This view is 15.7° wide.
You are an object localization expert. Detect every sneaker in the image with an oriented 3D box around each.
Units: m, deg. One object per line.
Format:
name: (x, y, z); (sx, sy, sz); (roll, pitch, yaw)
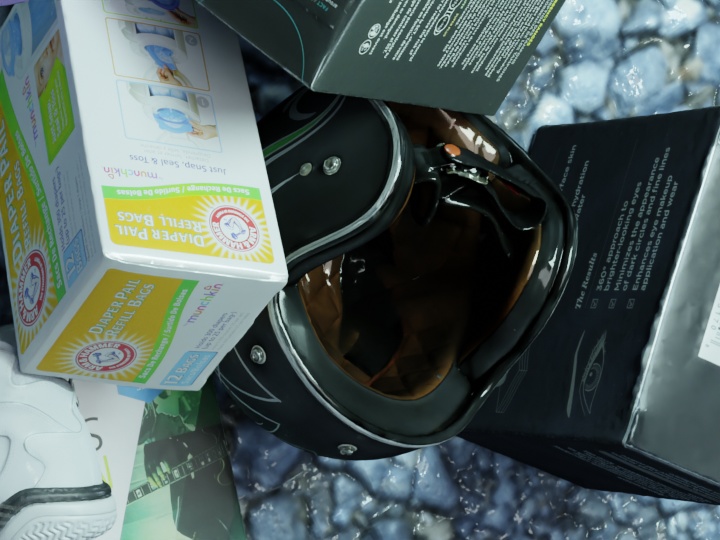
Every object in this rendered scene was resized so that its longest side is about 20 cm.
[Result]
sneaker: (-0.228, 0.092, 1.319); (0.200, 0.075, 0.115); (-7, 94, -9)

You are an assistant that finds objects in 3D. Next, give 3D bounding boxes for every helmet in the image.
helmet: (0.000, 0.000, 1.396); (0.200, 0.200, 0.191); (29, 108, -26)

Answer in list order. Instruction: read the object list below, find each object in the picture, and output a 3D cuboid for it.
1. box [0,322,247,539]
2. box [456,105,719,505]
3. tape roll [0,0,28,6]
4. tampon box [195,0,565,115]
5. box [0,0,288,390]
box: (-0.139, 0.118, 1.407); (0.144, 0.036, 0.200); (-15, 97, -28)
box: (0.167, 0.022, 1.485); (0.117, 0.200, 0.197); (24, 79, -26)
tape roll: (-0.199, -0.235, 1.295); (0.200, 0.085, 0.200); (7, 57, -12)
tampon box: (0.004, -0.175, 1.327); (0.126, 0.150, 0.200); (-59, 156, 15)
box: (-0.120, -0.052, 1.327); (0.101, 0.113, 0.200); (8, 52, -29)
